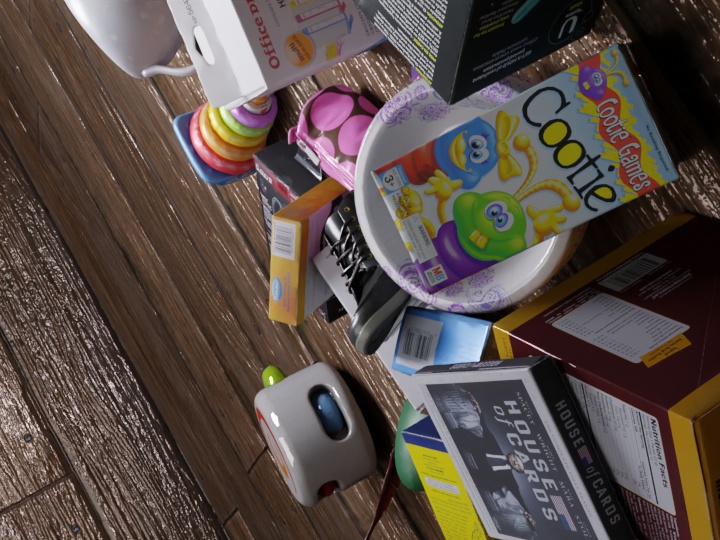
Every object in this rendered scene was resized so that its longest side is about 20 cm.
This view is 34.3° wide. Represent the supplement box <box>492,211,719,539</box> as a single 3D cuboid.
[{"bbox_3d":[0.238,0.078,0.818,0.199,0.195,0.135,26,139,56],"label":"supplement box"}]

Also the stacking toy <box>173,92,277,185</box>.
[{"bbox_3d":[-0.146,-0.205,1.485,0.111,0.115,0.200,58,143,8],"label":"stacking toy"}]

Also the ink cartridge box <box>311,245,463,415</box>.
[{"bbox_3d":[0.054,0.051,1.249,0.201,0.084,0.144,55,-169,18],"label":"ink cartridge box"}]

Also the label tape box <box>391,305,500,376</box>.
[{"bbox_3d":[0.148,0.089,1.033,0.143,0.197,0.067,9,82,62],"label":"label tape box"}]

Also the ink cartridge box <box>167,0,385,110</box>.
[{"bbox_3d":[-0.073,-0.249,1.128,0.125,0.198,0.130,-6,110,65],"label":"ink cartridge box"}]

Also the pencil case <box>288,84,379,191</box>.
[{"bbox_3d":[0.012,-0.113,1.228,0.200,0.093,0.092,41,140,39],"label":"pencil case"}]

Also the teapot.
[{"bbox_3d":[-0.295,-0.365,1.563,0.200,0.145,0.198,48,-170,-32],"label":"teapot"}]

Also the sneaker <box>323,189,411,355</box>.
[{"bbox_3d":[0.000,0.000,1.081,0.105,0.200,0.075,32,119,1],"label":"sneaker"}]

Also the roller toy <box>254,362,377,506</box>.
[{"bbox_3d":[-0.059,0.236,1.692,0.182,0.138,0.203,42,154,61],"label":"roller toy"}]

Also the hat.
[{"bbox_3d":[0.049,0.235,1.411,0.165,0.174,0.203,-1,114,64],"label":"hat"}]

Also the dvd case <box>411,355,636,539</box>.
[{"bbox_3d":[0.116,0.137,0.864,0.152,0.024,0.200,64,160,-3],"label":"dvd case"}]

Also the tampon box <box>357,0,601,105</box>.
[{"bbox_3d":[0.097,-0.252,0.828,0.127,0.149,0.201,50,154,24],"label":"tampon box"}]

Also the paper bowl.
[{"bbox_3d":[0.102,-0.072,1.003,0.197,0.104,0.205,6,104,24],"label":"paper bowl"}]

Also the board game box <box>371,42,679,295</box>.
[{"bbox_3d":[0.126,-0.076,0.871,0.104,0.198,0.105,63,-161,-2],"label":"board game box"}]

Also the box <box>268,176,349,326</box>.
[{"bbox_3d":[-0.039,-0.033,1.296,0.041,0.200,0.121,13,115,19],"label":"box"}]

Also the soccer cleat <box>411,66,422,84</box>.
[{"bbox_3d":[0.075,-0.130,1.098,0.066,0.076,0.203,24,136,56],"label":"soccer cleat"}]

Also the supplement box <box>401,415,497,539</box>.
[{"bbox_3d":[0.147,0.249,1.306,0.109,0.108,0.203,-3,113,65],"label":"supplement box"}]

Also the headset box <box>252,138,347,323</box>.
[{"bbox_3d":[-0.059,-0.061,1.456,0.149,0.076,0.202,42,148,40],"label":"headset box"}]
